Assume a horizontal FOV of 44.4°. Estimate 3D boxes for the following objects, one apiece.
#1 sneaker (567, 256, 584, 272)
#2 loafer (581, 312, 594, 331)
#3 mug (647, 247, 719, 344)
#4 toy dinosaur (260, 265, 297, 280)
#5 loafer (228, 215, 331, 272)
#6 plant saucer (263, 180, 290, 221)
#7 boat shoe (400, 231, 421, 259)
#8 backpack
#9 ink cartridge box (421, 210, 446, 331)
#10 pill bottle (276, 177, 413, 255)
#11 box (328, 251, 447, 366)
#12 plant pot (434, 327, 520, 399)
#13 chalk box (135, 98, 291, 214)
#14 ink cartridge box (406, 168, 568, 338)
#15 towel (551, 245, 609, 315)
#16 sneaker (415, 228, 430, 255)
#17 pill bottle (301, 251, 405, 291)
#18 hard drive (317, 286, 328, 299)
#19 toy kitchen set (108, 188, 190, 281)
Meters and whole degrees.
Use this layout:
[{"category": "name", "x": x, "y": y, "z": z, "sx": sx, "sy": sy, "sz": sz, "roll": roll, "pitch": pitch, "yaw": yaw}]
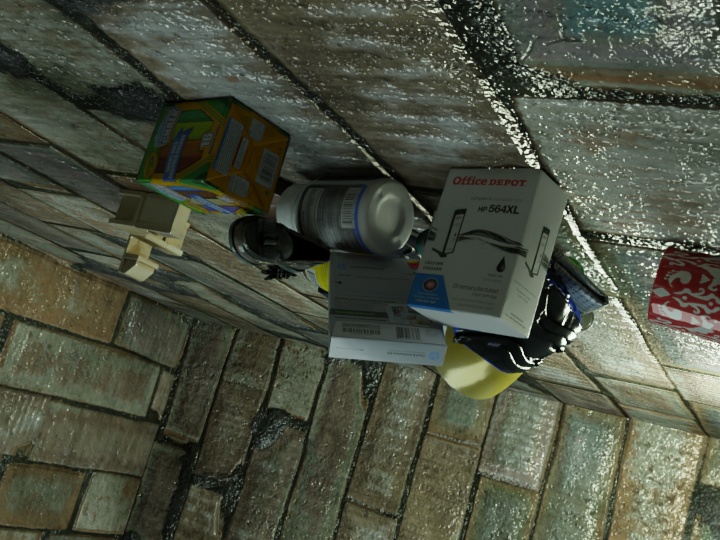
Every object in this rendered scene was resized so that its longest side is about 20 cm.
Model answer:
[{"category": "sneaker", "x": 0.341, "y": 0.020, "z": 1.473, "sx": 0.083, "sy": 0.074, "sz": 0.200, "roll": -14, "pitch": 163, "yaw": -5}, {"category": "loafer", "x": 0.332, "y": 0.050, "z": 1.620, "sx": 0.200, "sy": 0.072, "sz": 0.063, "roll": 23, "pitch": -175, "yaw": -2}, {"category": "mug", "x": 0.507, "y": 0.051, "z": 1.205, "sx": 0.200, "sy": 0.134, "sz": 0.178, "roll": 15, "pitch": 167, "yaw": 24}, {"category": "toy dinosaur", "x": -0.168, "y": -0.036, "z": 1.887, "sx": 0.200, "sy": 0.102, "sz": 0.136, "roll": 0, "pitch": -174, "yaw": -9}, {"category": "loafer", "x": -0.110, "y": -0.039, "z": 1.256, "sx": 0.063, "sy": 0.072, "sz": 0.200, "roll": -4, "pitch": 171, "yaw": 26}, {"category": "plant saucer", "x": -0.175, "y": -0.130, "z": 1.525, "sx": 0.200, "sy": 0.035, "sz": 0.200, "roll": 15, "pitch": 169, "yaw": 3}, {"category": "boat shoe", "x": 0.089, "y": -0.024, "z": 1.583, "sx": 0.073, "sy": 0.063, "sz": 0.200, "roll": 9, "pitch": 166, "yaw": 34}, {"category": "backpack", "x": 0.218, "y": 0.040, "z": 1.259, "sx": 0.162, "sy": 0.168, "sz": 0.200, "roll": -32, "pitch": 136, "yaw": 19}, {"category": "ink cartridge box", "x": 0.122, "y": 0.016, "z": 1.386, "sx": 0.039, "sy": 0.200, "sz": 0.099, "roll": 9, "pitch": 165, "yaw": 27}, {"category": "pill bottle", "x": -0.028, "y": -0.084, "z": 1.339, "sx": 0.200, "sy": 0.114, "sz": 0.114, "roll": 6, "pitch": 164, "yaw": 44}, {"category": "box", "x": 0.032, "y": 0.049, "z": 1.235, "sx": 0.156, "sy": 0.200, "sz": 0.041, "roll": 5, "pitch": 125, "yaw": -6}, {"category": "plant pot", "x": 0.233, "y": 0.106, "z": 1.519, "sx": 0.200, "sy": 0.200, "sz": 0.142, "roll": 23, "pitch": 145, "yaw": -29}, {"category": "chalk box", "x": -0.221, "y": -0.156, "z": 1.242, "sx": 0.200, "sy": 0.125, "sz": 0.124, "roll": 4, "pitch": 164, "yaw": 41}, {"category": "ink cartridge box", "x": 0.162, "y": -0.027, "z": 1.133, "sx": 0.146, "sy": 0.200, "sz": 0.084, "roll": 6, "pitch": 162, "yaw": 42}, {"category": "towel", "x": 0.270, "y": 0.003, "z": 1.381, "sx": 0.200, "sy": 0.035, "sz": 0.193, "roll": 40, "pitch": 162, "yaw": -2}, {"category": "sneaker", "x": 0.145, "y": -0.018, "z": 1.512, "sx": 0.080, "sy": 0.072, "sz": 0.200, "roll": 0, "pitch": 162, "yaw": 41}, {"category": "pill bottle", "x": 0.000, "y": 0.000, "z": 1.420, "sx": 0.200, "sy": 0.109, "sz": 0.109, "roll": 26, "pitch": 177, "yaw": 40}, {"category": "hard drive", "x": -0.010, "y": 0.005, "z": 1.666, "sx": 0.033, "sy": 0.140, "sz": 0.200, "roll": 10, "pitch": 167, "yaw": 25}, {"category": "toy kitchen set", "x": -0.415, "y": -0.054, "z": 1.888, "sx": 0.180, "sy": 0.164, "sz": 0.200, "roll": 10, "pitch": 167, "yaw": 30}]
